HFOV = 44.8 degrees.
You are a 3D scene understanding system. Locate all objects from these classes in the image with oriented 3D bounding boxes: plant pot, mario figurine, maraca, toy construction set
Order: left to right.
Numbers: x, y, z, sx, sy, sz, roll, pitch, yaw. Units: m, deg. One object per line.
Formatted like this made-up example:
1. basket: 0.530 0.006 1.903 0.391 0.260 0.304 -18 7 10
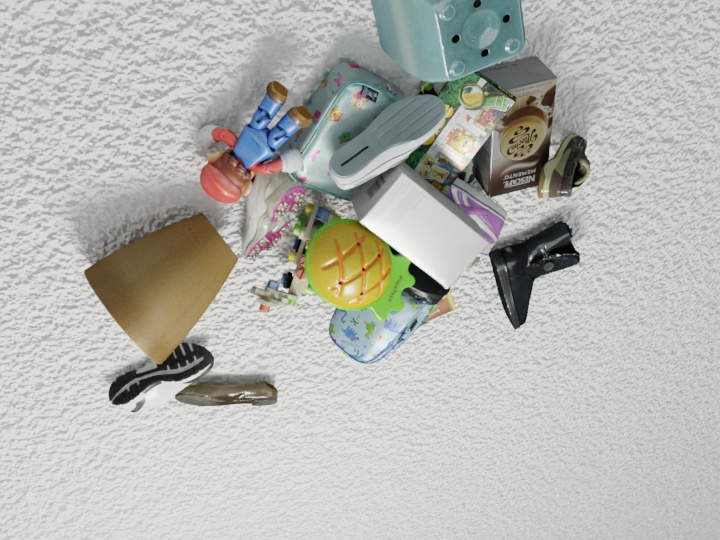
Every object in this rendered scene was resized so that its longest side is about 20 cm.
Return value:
1. plant pot: -0.295 0.011 1.370 0.199 0.186 0.187 -38 134 -6
2. mario figurine: -0.162 -0.185 1.295 0.200 0.124 0.105 -43 151 20
3. toy construction set: -0.098 -0.012 1.439 0.091 0.131 0.202 34 89 -6
4. maraca: 0.000 0.000 1.368 0.198 0.107 0.139 27 89 -28
5. plant pot: 0.129 -0.370 1.187 0.193 0.201 0.198 -22 134 -3

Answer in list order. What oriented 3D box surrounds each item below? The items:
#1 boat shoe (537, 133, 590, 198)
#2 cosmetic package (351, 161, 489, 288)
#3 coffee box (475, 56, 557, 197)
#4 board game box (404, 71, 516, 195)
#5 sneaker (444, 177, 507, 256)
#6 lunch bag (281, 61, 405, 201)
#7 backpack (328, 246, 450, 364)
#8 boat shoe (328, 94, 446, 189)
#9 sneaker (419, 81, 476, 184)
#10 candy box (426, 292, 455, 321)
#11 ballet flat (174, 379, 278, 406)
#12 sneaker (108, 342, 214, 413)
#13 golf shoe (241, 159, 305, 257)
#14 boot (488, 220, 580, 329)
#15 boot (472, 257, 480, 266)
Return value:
1. boat shoe: 0.354 -0.169 1.467 0.201 0.065 0.073 -44 145 -50
2. cosmetic package: 0.094 -0.076 1.375 0.199 0.085 0.108 36 106 -27
3. coffee box: 0.250 -0.233 1.434 0.111 0.080 0.202 -15 133 -11
4. board game box: 0.142 -0.217 1.358 0.104 0.024 0.201 31 123 -9
5. sneaker: 0.149 -0.091 1.465 0.198 0.073 0.116 28 82 -15
6. lunch bag: -0.013 -0.211 1.347 0.159 0.078 0.201 21 118 -34
7. backpack: 0.032 0.064 1.495 0.162 0.154 0.201 39 130 2
8. boat shoe: 0.038 -0.191 1.301 0.198 0.074 0.067 -29 165 -4
9. sneaker: 0.138 -0.227 1.416 0.081 0.072 0.202 -11 129 8
10. candy box: 0.071 0.056 1.625 0.197 0.057 0.118 -22 132 -2
11. ballet flat: -0.252 0.229 1.653 0.196 0.047 0.067 3 159 -17
12. sneaker: -0.351 0.195 1.573 0.197 0.075 0.080 -23 148 4
13. golf shoe: -0.154 -0.098 1.399 0.075 0.092 0.200 -28 164 -40
14. boot: 0.346 0.012 1.684 0.165 0.077 0.202 -21 127 1
15. boot: 0.143 -0.083 1.531 0.145 0.070 0.202 -36 116 -10
